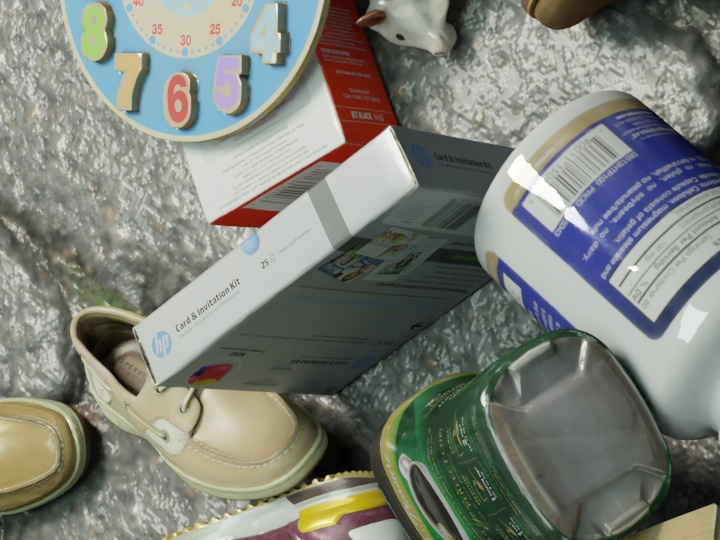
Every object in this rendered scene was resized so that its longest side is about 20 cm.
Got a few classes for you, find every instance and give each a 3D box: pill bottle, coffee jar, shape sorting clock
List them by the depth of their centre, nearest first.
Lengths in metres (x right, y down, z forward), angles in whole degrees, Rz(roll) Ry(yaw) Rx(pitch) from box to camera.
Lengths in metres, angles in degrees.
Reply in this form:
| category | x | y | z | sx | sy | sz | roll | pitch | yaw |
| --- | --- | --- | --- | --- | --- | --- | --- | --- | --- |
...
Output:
| category | x | y | z | sx | sy | sz | roll | pitch | yaw |
| --- | --- | --- | --- | --- | --- | --- | --- | --- | --- |
| pill bottle | 0.162 | 0.013 | 1.278 | 0.200 | 0.119 | 0.120 | 44 | 113 | 29 |
| coffee jar | 0.075 | 0.096 | 1.305 | 0.105 | 0.085 | 0.200 | 59 | 159 | 0 |
| shape sorting clock | -0.097 | -0.173 | 1.452 | 0.199 | 0.039 | 0.201 | -2 | 86 | 36 |

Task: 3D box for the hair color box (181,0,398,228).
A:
| category | x | y | z | sx | sy | sz | roll | pitch | yaw |
| --- | --- | --- | --- | --- | --- | --- | --- | --- | --- |
| hair color box | -0.061 | -0.138 | 1.487 | 0.111 | 0.064 | 0.201 | -28 | 73 | 32 |

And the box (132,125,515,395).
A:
| category | x | y | z | sx | sy | sz | roll | pitch | yaw |
| --- | --- | --- | --- | --- | --- | --- | --- | --- | --- |
| box | 0.000 | 0.000 | 1.378 | 0.200 | 0.156 | 0.041 | -38 | 64 | 30 |

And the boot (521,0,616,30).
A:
| category | x | y | z | sx | sy | sz | roll | pitch | yaw |
| --- | --- | --- | --- | --- | --- | --- | --- | --- | --- |
| boot | 0.171 | -0.164 | 1.315 | 0.200 | 0.074 | 0.076 | -29 | 81 | 30 |

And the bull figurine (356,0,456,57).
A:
| category | x | y | z | sx | sy | sz | roll | pitch | yaw |
| --- | --- | --- | --- | --- | --- | --- | --- | --- | --- |
| bull figurine | 0.039 | -0.222 | 1.415 | 0.121 | 0.065 | 0.201 | -15 | 81 | 31 |

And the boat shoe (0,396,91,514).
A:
| category | x | y | z | sx | sy | sz | roll | pitch | yaw |
| --- | --- | --- | --- | --- | --- | --- | --- | --- | --- |
| boat shoe | -0.260 | 0.122 | 1.615 | 0.199 | 0.076 | 0.072 | -13 | 80 | 35 |

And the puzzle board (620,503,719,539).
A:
| category | x | y | z | sx | sy | sz | roll | pitch | yaw |
| --- | --- | --- | --- | --- | --- | --- | --- | --- | --- |
| puzzle board | 0.100 | 0.206 | 1.231 | 0.200 | 0.017 | 0.151 | -30 | 40 | 49 |

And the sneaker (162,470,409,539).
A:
| category | x | y | z | sx | sy | sz | roll | pitch | yaw |
| --- | --- | --- | --- | --- | --- | --- | --- | --- | --- |
| sneaker | -0.053 | 0.183 | 1.459 | 0.200 | 0.075 | 0.091 | -28 | 67 | 34 |

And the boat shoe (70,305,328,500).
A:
| category | x | y | z | sx | sy | sz | roll | pitch | yaw |
| --- | --- | --- | --- | --- | --- | --- | --- | --- | --- |
| boat shoe | -0.099 | 0.071 | 1.478 | 0.072 | 0.065 | 0.200 | -45 | 40 | -18 |
